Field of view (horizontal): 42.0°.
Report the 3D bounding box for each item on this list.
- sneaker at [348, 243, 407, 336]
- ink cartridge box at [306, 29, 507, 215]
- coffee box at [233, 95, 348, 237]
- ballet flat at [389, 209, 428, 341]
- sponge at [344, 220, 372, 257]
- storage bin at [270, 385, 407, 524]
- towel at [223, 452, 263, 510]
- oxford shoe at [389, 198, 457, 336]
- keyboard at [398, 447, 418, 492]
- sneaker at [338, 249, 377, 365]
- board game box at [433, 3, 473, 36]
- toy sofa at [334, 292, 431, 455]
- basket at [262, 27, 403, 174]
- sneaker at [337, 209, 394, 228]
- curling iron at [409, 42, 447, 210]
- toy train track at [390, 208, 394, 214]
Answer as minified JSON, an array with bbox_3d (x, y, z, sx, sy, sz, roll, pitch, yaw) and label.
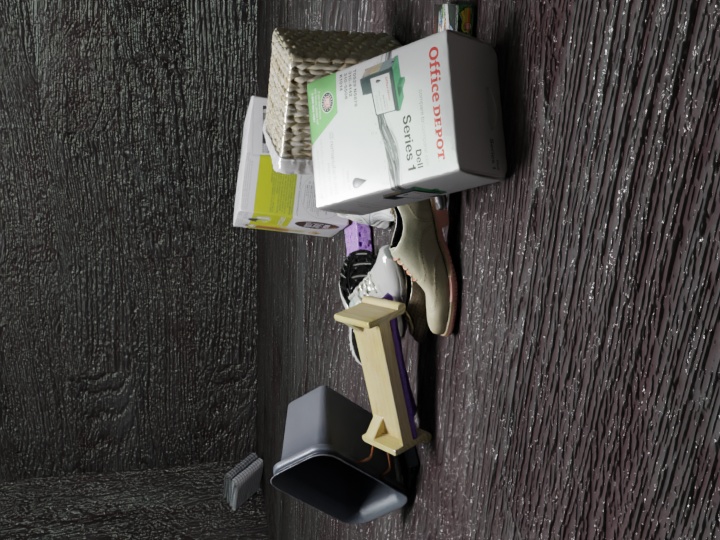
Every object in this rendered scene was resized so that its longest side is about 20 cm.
[{"bbox_3d":[0.025,0.039,1.351,0.201,0.079,0.071,94,169,-52],"label":"sneaker"},{"bbox_3d":[0.045,-0.150,0.986,0.199,0.084,0.148,-12,80,42],"label":"ink cartridge box"},{"bbox_3d":[-0.118,-0.178,1.687,0.200,0.195,0.203,159,118,-79],"label":"coffee box"},{"bbox_3d":[0.066,-0.005,1.255,0.067,0.046,0.203,180,88,-79],"label":"ballet flat"},{"bbox_3d":[0.000,0.000,1.621,0.112,0.029,0.203,141,126,-76],"label":"sponge"},{"bbox_3d":[-0.024,0.265,1.393,0.145,0.199,0.135,-31,42,29],"label":"storage bin"},{"bbox_3d":[-0.478,0.854,3.814,0.085,0.165,0.201,34,137,23],"label":"towel"},{"bbox_3d":[0.071,-0.015,1.133,0.071,0.073,0.203,-150,49,-76],"label":"oxford shoe"},{"bbox_3d":[0.047,0.226,1.421,0.201,0.039,0.105,-105,16,-44],"label":"keyboard"},{"bbox_3d":[0.004,0.064,1.519,0.079,0.073,0.203,98,167,-73],"label":"sneaker"},{"bbox_3d":[0.103,-0.204,1.086,0.105,0.023,0.203,-129,38,-69],"label":"board game box"},{"bbox_3d":[0.043,0.136,1.268,0.082,0.097,0.202,11,117,54],"label":"toy sofa"},{"bbox_3d":[-0.029,-0.236,1.305,0.200,0.196,0.163,-114,26,-62],"label":"basket"},{"bbox_3d":[0.016,-0.101,1.381,0.200,0.086,0.076,135,133,-73],"label":"sneaker"},{"bbox_3d":[0.083,-0.169,1.091,0.050,0.025,0.203,41,-142,-75],"label":"curling iron"},{"bbox_3d":[0.066,-0.134,1.143,0.200,0.032,0.116,70,-144,-75],"label":"toy train track"}]
